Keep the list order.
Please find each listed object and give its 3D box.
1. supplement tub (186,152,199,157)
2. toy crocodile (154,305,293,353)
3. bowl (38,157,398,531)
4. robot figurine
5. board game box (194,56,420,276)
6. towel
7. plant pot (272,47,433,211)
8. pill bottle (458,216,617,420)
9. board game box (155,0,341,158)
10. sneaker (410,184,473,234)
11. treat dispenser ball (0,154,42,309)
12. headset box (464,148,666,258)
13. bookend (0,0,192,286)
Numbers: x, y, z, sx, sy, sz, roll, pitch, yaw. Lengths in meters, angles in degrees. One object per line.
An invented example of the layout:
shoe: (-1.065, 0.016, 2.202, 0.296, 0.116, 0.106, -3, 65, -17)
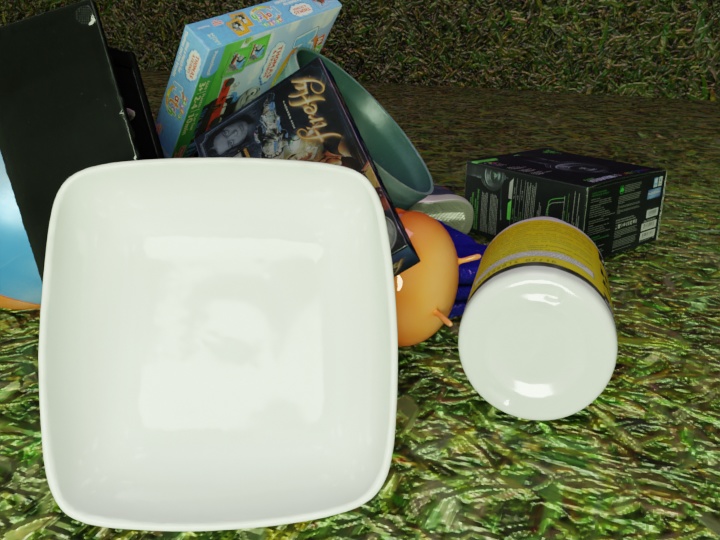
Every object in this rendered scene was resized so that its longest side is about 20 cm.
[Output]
supplement tub: (-0.170, -0.079, 0.817, 0.120, 0.125, 0.201, 3, 30, 5)
toy crocodile: (-0.096, 0.052, 0.520, 0.196, 0.069, 0.062, -13, 35, -3)
bowl: (-0.078, 0.042, 0.439, 0.195, 0.205, 0.075, -1, -6, -5)
robot figurine: (-0.001, 0.002, 0.640, 0.196, 0.119, 0.143, 9, 4, 25)
board game box: (-0.050, -0.061, 0.600, 0.134, 0.035, 0.203, -30, 61, 11)
towel: (0.082, -0.013, 0.779, 0.145, 0.051, 0.200, -9, 22, -24)
plant pot: (-0.037, -0.113, 0.784, 0.200, 0.134, 0.202, 40, 22, -20)
pill bottle: (0.143, 0.022, 0.590, 0.109, 0.114, 0.200, 6, 21, 13)
board game box: (-0.116, -0.201, 0.754, 0.037, 0.152, 0.199, 43, 45, 7)
sneaker: (0.039, -0.076, 0.924, 0.196, 0.077, 0.085, 6, 19, -16)
treat dispenser ball: (-0.308, -0.067, 0.684, 0.196, 0.205, 0.201, 1, 19, 0)
headset box: (0.248, -0.089, 0.932, 0.172, 0.095, 0.198, -14, 24, -36)
bookend: (-0.178, -0.077, 0.572, 0.090, 0.203, 0.200, -14, 8, 6)
